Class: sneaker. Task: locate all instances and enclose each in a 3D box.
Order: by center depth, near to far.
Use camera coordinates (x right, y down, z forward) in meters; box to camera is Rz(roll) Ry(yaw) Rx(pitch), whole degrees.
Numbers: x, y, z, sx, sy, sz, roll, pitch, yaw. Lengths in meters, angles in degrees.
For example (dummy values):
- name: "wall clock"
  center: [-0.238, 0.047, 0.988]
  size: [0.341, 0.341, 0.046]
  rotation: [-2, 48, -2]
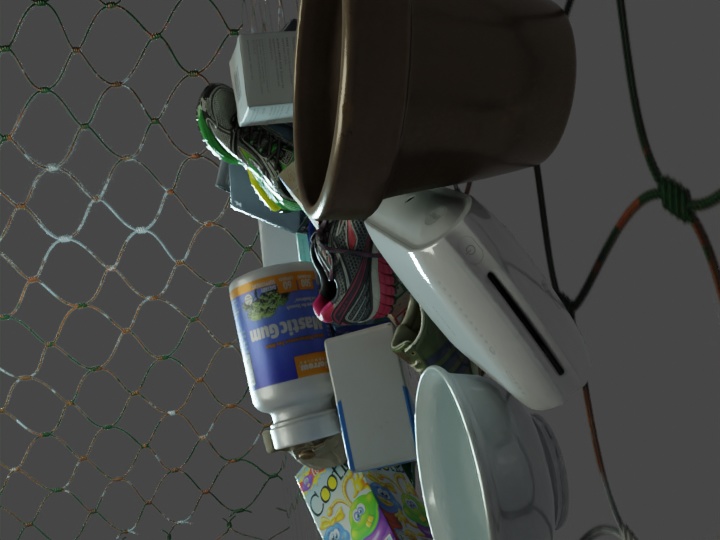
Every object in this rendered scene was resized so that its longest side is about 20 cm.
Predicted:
- name: "sneaker"
  center: [-0.014, -0.046, 0.844]
  size: [0.080, 0.073, 0.205]
  rotation: [-157, 58, -66]
- name: "sneaker"
  center: [0.071, 0.077, 0.903]
  size: [0.067, 0.088, 0.205]
  rotation: [-128, 32, -67]
- name: "sneaker"
  center: [-0.117, -0.152, 1.093]
  size: [0.084, 0.079, 0.200]
  rotation: [1, 143, 50]

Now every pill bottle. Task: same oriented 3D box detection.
- name: "pill bottle"
  center: [-0.083, 0.101, 1.064]
  size: [0.112, 0.110, 0.205]
  rotation: [129, 128, -75]

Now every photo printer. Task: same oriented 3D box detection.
- name: "photo printer"
  center: [0.086, 0.014, 0.683]
  size: [0.167, 0.069, 0.200]
  rotation: [51, 177, -17]

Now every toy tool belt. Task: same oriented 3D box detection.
- name: "toy tool belt"
  center: [-0.072, 0.150, 1.164]
  size: [0.124, 0.122, 0.204]
  rotation: [-24, 52, 38]

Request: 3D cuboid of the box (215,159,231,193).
- name: "box"
  center: [-0.147, -0.228, 1.364]
  size: [0.158, 0.050, 0.204]
  rotation: [-42, -29, -65]

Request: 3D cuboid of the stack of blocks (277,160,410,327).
- name: "stack of blocks"
  center: [0.000, -0.035, 1.000]
  size: [0.201, 0.058, 0.115]
  rotation: [50, 177, 27]

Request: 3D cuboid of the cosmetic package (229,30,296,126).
- name: "cosmetic package"
  center: [-0.042, -0.219, 1.015]
  size: [0.113, 0.195, 0.083]
  rotation: [171, 91, -75]

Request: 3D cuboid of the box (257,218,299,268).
- name: "box"
  center: [-0.084, -0.048, 1.423]
  size: [0.200, 0.104, 0.156]
  rotation: [-64, -29, -71]

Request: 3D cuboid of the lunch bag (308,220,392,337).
- name: "lunch bag"
  center: [0.000, 0.000, 1.161]
  size: [0.200, 0.124, 0.174]
  rotation: [98, 166, -84]

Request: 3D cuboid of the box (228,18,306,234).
- name: "box"
  center: [-0.091, -0.199, 1.255]
  size: [0.202, 0.122, 0.198]
  rotation: [96, -159, -51]

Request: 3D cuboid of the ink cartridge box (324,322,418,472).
- name: "ink cartridge box"
  center: [0.026, 0.152, 1.046]
  size: [0.200, 0.082, 0.149]
  rotation: [56, -160, -76]

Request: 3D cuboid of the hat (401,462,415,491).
- name: "hat"
  center: [-0.026, 0.276, 1.309]
  size: [0.201, 0.172, 0.169]
  rotation: [103, 156, -61]

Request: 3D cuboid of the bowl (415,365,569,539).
- name: "bowl"
  center: [0.114, 0.175, 0.751]
  size: [0.201, 0.088, 0.206]
  rotation: [172, 90, -78]

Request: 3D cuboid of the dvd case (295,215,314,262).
- name: "dvd case"
  center: [-0.040, -0.048, 1.291]
  size: [0.201, 0.022, 0.148]
  rotation: [-61, -28, -47]

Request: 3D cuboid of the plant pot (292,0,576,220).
- name: "plant pot"
  center: [0.050, -0.132, 0.624]
  size: [0.200, 0.170, 0.206]
  rotation: [-178, 90, -77]

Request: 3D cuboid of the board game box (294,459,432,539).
- name: "board game box"
  center: [0.011, 0.314, 1.160]
  size: [0.106, 0.102, 0.201]
  rotation: [-52, 41, 16]
